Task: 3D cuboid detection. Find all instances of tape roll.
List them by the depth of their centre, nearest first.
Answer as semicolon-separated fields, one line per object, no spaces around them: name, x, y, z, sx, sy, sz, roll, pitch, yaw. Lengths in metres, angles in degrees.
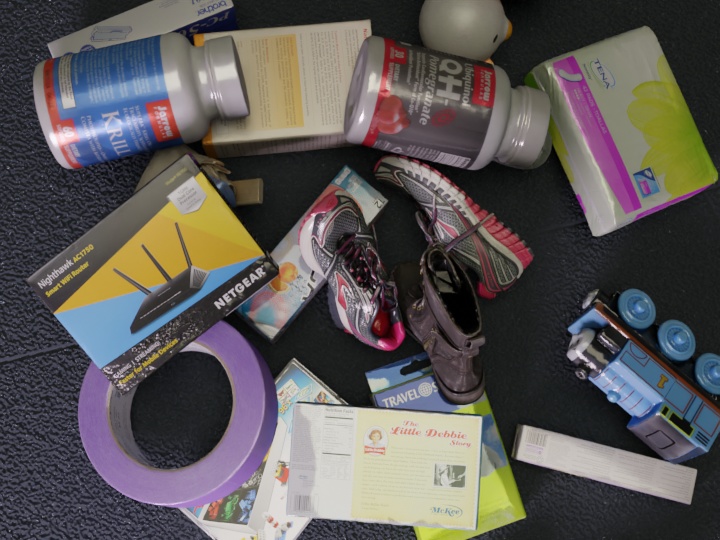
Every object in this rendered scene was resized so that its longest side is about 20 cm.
tape roll;-0.189;0.144;1.035;0.198;0.066;0.202;-2;74;7

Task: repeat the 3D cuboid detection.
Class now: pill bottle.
pill bottle;-0.217;-0.177;1.003;0.198;0.112;0.113;-13;83;0
pill bottle;0.089;-0.167;1.023;0.198;0.111;0.112;11;82;-10

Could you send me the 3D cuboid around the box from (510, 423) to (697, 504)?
box;0.264;0.211;1.081;0.198;0.039;0.042;14;83;-1

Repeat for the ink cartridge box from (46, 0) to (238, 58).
ink cartridge box;-0.234;-0.254;1.091;0.198;0.094;0.045;-24;84;-5

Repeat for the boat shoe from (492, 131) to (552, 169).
boat shoe;0.118;-0.166;1.118;0.200;0.065;0.075;17;98;5

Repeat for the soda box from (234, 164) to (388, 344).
soda box;-0.055;-0.016;1.080;0.063;0.068;0.200;39;81;3

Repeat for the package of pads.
package of pads;0.294;-0.159;1.104;0.153;0.068;0.202;-22;84;-18

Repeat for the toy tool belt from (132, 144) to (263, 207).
toy tool belt;-0.193;-0.029;1.051;0.122;0.125;0.202;24;83;9

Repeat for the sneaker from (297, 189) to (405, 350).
sneaker;0.000;0.000;1.021;0.081;0.201;0.074;-41;45;-18

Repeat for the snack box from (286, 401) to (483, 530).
snack box;0.026;0.201;1.027;0.198;0.037;0.118;4;85;3

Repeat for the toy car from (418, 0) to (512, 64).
toy car;0.134;-0.292;1.080;0.175;0.184;0.202;8;94;-2

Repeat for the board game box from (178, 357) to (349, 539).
board game box;-0.088;0.212;1.067;0.126;0.035;0.200;40;83;4

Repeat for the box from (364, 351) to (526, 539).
box;0.090;0.188;1.073;0.121;0.048;0.202;-18;85;-5

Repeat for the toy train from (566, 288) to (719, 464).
toy train;0.308;0.109;1.062;0.200;0.087;0.114;40;61;2

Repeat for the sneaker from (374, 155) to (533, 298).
sneaker;0.093;-0.053;1.082;0.200;0.081;0.075;40;92;5

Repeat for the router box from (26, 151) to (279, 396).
router box;-0.202;0.003;0.978;0.199;0.051;0.150;-38;101;1

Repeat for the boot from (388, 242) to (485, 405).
boot;0.081;0.028;1.007;0.069;0.175;0.201;-23;56;-9

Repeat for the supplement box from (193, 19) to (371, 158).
supplement box;-0.080;-0.200;1.101;0.198;0.074;0.128;-5;83;-3
